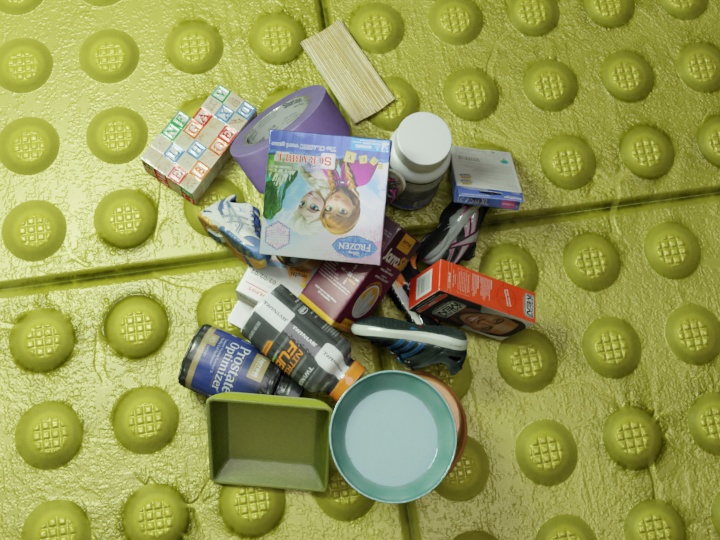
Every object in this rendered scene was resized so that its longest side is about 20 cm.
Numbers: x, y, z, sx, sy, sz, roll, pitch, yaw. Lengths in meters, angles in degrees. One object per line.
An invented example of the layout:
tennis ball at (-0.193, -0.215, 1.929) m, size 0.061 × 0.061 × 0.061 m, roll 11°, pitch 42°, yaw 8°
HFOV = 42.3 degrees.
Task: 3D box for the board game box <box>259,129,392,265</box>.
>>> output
board game box at (-0.055, -0.116, 1.490) m, size 0.197 × 0.041 × 0.202 m, roll 5°, pitch 92°, yaw 3°

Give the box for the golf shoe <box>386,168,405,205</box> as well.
golf shoe at (0.013, -0.152, 1.621) m, size 0.092 × 0.199 × 0.073 m, roll -34°, pitch 110°, yaw -36°

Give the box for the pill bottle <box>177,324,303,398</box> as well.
pill bottle at (-0.192, 0.177, 1.546) m, size 0.198 × 0.112 × 0.113 m, roll 23°, pitch 73°, yaw 2°

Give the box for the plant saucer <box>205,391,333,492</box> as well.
plant saucer at (-0.145, 0.268, 1.502) m, size 0.197 × 0.201 × 0.048 m, roll 5°, pitch 38°, yaw -1°

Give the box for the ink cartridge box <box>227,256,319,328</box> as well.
ink cartridge box at (-0.140, 0.019, 1.618) m, size 0.114 × 0.068 × 0.201 m, roll 26°, pitch 73°, yaw 3°

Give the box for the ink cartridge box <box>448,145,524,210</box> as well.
ink cartridge box at (0.220, -0.160, 1.656) m, size 0.118 × 0.042 × 0.201 m, roll 6°, pitch 30°, yaw -3°

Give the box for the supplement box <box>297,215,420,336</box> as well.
supplement box at (0.000, 0.000, 1.575) m, size 0.085 × 0.110 × 0.201 m, roll 37°, pitch 94°, yaw 26°

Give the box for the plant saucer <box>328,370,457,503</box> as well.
plant saucer at (0.049, 0.257, 1.439) m, size 0.197 × 0.036 × 0.203 m, roll 1°, pitch 75°, yaw -4°

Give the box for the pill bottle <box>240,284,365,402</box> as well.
pill bottle at (-0.087, 0.123, 1.496) m, size 0.199 × 0.106 × 0.106 m, roll 39°, pitch 74°, yaw 5°

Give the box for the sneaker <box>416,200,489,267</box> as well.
sneaker at (0.180, -0.063, 1.677) m, size 0.200 × 0.080 × 0.087 m, roll -47°, pitch 114°, yaw -23°

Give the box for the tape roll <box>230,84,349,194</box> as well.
tape roll at (-0.123, -0.229, 1.617) m, size 0.200 × 0.199 × 0.085 m, roll -44°, pitch 117°, yaw -15°

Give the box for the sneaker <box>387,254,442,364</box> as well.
sneaker at (0.118, 0.063, 1.627) m, size 0.089 × 0.070 × 0.201 m, roll -30°, pitch 77°, yaw -9°

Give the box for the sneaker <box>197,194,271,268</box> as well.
sneaker at (-0.201, -0.077, 1.597) m, size 0.088 × 0.076 × 0.200 m, roll -38°, pitch 46°, yaw -17°

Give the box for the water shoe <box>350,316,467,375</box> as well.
water shoe at (0.078, 0.129, 1.547) m, size 0.197 × 0.072 × 0.080 m, roll 8°, pitch 103°, yaw 7°

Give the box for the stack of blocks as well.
stack of blocks at (-0.289, -0.236, 1.682) m, size 0.115 × 0.059 × 0.201 m, roll 34°, pitch 74°, yaw 5°

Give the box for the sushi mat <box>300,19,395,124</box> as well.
sushi mat at (-0.025, -0.378, 1.770) m, size 0.095 × 0.012 × 0.201 m, roll -31°, pitch 79°, yaw -14°

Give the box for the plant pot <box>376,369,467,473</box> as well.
plant pot at (0.087, 0.254, 1.534) m, size 0.197 × 0.140 × 0.203 m, roll 1°, pitch 73°, yaw -4°

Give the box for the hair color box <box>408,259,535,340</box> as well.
hair color box at (0.191, 0.053, 1.583) m, size 0.198 × 0.101 × 0.062 m, roll 18°, pitch 61°, yaw -23°

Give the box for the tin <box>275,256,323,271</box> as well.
tin at (-0.072, -0.093, 1.562) m, size 0.112 × 0.042 × 0.201 m, roll 32°, pitch 91°, yaw 35°

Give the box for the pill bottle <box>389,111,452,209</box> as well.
pill bottle at (0.096, -0.191, 1.630) m, size 0.112 × 0.200 × 0.115 m, roll 2°, pitch 73°, yaw -5°
